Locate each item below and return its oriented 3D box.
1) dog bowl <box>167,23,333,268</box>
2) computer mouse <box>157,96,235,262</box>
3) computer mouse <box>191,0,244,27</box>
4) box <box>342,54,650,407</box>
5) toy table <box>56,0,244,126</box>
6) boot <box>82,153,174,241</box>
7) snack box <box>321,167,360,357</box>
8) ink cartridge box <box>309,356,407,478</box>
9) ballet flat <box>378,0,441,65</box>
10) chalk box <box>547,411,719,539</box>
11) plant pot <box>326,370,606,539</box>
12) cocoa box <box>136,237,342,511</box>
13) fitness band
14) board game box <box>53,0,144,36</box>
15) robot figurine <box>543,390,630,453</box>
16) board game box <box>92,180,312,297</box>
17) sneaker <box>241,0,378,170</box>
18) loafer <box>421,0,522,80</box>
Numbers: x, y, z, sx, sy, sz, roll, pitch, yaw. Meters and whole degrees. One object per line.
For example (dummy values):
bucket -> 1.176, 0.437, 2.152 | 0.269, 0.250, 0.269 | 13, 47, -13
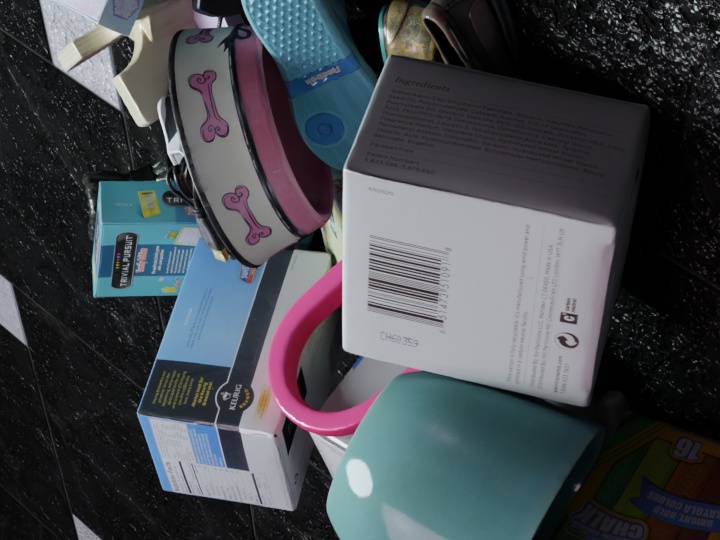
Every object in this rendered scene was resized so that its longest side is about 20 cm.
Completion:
dog bowl -> -0.083, -0.108, 1.466 | 0.200, 0.073, 0.202 | -17, -90, -78
computer mouse -> -0.133, -0.095, 1.525 | 0.110, 0.044, 0.201 | 58, -173, -35
computer mouse -> -0.127, -0.216, 1.590 | 0.034, 0.058, 0.201 | -119, 36, -48
box -> 0.095, -0.028, 1.329 | 0.198, 0.131, 0.200 | 12, 139, 10
toy table -> -0.197, -0.234, 1.648 | 0.201, 0.117, 0.184 | 54, 151, 4
boot -> -0.186, -0.090, 1.727 | 0.212, 0.156, 0.080 | 107, 162, -56
snack box -> 0.000, 0.000, 1.635 | 0.116, 0.037, 0.201 | -121, 16, -51
ink cartridge box -> 0.047, 0.148, 1.600 | 0.085, 0.147, 0.201 | 26, 157, 31
ballet flat -> 0.056, -0.127, 1.440 | 0.070, 0.071, 0.201 | 32, 146, 35
chalk box -> 0.219, 0.231, 1.395 | 0.124, 0.200, 0.125 | 17, 136, 25
plant pot -> 0.071, 0.169, 1.384 | 0.160, 0.201, 0.201 | 28, 145, 14
cocoa box -> -0.104, 0.092, 1.635 | 0.130, 0.201, 0.134 | 7, 144, 12
fitness band -> 0.011, 0.053, 1.507 | 0.144, 0.200, 0.037 | 52, -175, 33
board game box -> -0.229, -0.324, 1.546 | 0.199, 0.201, 0.041 | 30, -173, 39
robot figurine -> 0.150, 0.147, 1.524 | 0.168, 0.113, 0.201 | -10, 118, 21
board game box -> -0.150, -0.029, 1.710 | 0.151, 0.198, 0.047 | 111, 155, -61
sneaker -> -0.027, -0.188, 1.457 | 0.079, 0.131, 0.201 | -14, 124, 14
loafer -> 0.095, -0.125, 1.374 | 0.072, 0.063, 0.201 | 12, 130, 52
